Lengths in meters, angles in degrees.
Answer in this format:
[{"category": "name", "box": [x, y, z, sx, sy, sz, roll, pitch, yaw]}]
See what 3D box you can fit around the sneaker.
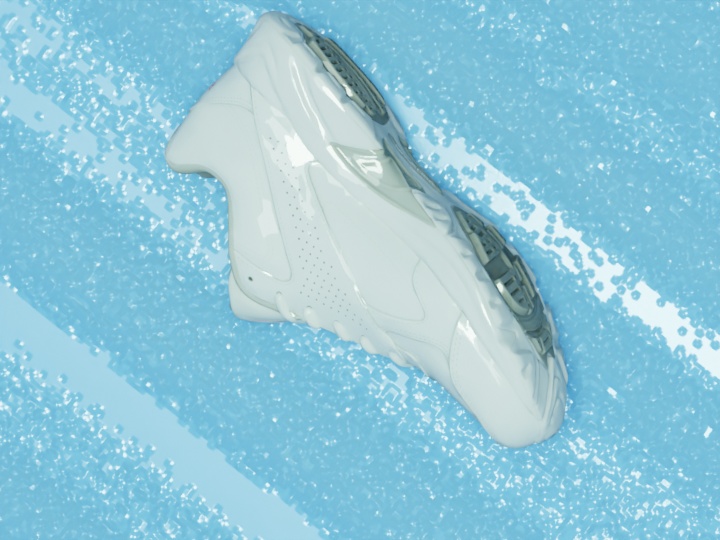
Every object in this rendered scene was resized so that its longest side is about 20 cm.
[{"category": "sneaker", "box": [0.000, 0.000, 1.148, 0.099, 0.078, 0.200, -42, 76, 16]}]
